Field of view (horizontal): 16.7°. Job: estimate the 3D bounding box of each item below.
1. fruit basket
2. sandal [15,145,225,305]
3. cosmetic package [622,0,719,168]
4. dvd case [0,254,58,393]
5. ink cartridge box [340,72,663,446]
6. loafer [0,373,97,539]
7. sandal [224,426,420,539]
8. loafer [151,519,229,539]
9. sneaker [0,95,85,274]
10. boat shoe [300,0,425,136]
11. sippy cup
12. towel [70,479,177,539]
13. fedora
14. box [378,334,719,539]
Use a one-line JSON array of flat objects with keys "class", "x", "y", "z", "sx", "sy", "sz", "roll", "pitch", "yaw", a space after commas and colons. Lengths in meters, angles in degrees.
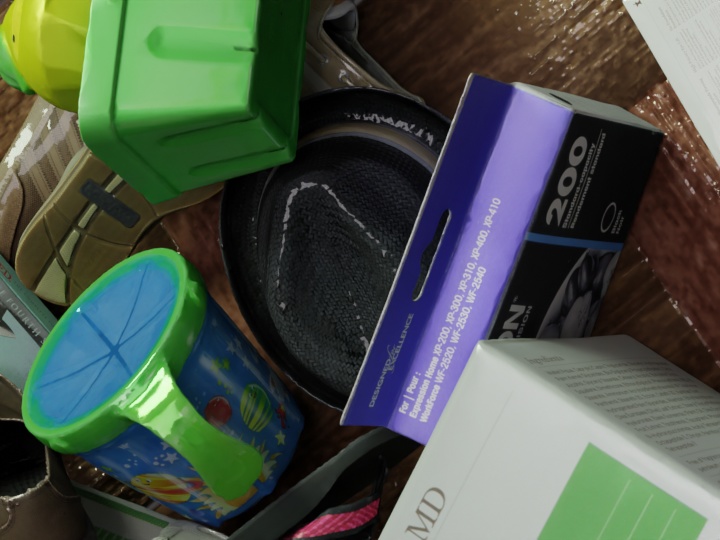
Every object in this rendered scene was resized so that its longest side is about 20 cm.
[{"class": "fruit basket", "x": -0.132, "y": -0.146, "z": 1.382, "sx": 0.214, "sy": 0.156, "sz": 0.217, "roll": -4, "pitch": 73, "yaw": 14}, {"class": "sandal", "x": -0.136, "y": -0.059, "z": 1.493, "sx": 0.080, "sy": 0.054, "sz": 0.200, "roll": 40, "pitch": 114, "yaw": -14}, {"class": "cosmetic package", "x": 0.230, "y": -0.085, "z": 1.338, "sx": 0.082, "sy": 0.051, "sz": 0.201, "roll": -33, "pitch": 75, "yaw": 20}, {"class": "dvd case", "x": -0.286, "y": 0.058, "z": 1.569, "sx": 0.200, "sy": 0.022, "sz": 0.146, "roll": -32, "pitch": 107, "yaw": 25}, {"class": "ink cartridge box", "x": 0.082, "y": 0.001, "z": 1.327, "sx": 0.043, "sy": 0.200, "sz": 0.199, "roll": 25, "pitch": 100, "yaw": 27}, {"class": "loafer", "x": -0.213, "y": 0.104, "z": 1.467, "sx": 0.200, "sy": 0.073, "sz": 0.071, "roll": 42, "pitch": 153, "yaw": 49}, {"class": "sandal", "x": -0.030, "y": 0.151, "z": 1.405, "sx": 0.045, "sy": 0.200, "sz": 0.075, "roll": 46, "pitch": 147, "yaw": 15}, {"class": "loafer", "x": -0.035, "y": 0.204, "z": 1.441, "sx": 0.199, "sy": 0.070, "sz": 0.070, "roll": 26, "pitch": 134, "yaw": 0}, {"class": "sneaker", "x": -0.178, "y": -0.059, "z": 1.536, "sx": 0.075, "sy": 0.070, "sz": 0.201, "roll": 29, "pitch": 104, "yaw": 18}, {"class": "boat shoe", "x": -0.032, "y": -0.141, "z": 1.465, "sx": 0.068, "sy": 0.075, "sz": 0.200, "roll": -39, "pitch": 83, "yaw": 19}, {"class": "sippy cup", "x": -0.108, "y": 0.079, "z": 1.450, "sx": 0.139, "sy": 0.130, "sz": 0.178, "roll": -30, "pitch": 33, "yaw": 30}, {"class": "towel", "x": -0.162, "y": 0.219, "z": 1.444, "sx": 0.152, "sy": 0.201, "sz": 0.023, "roll": 22, "pitch": 141, "yaw": -3}, {"class": "fedora", "x": 0.000, "y": 0.000, "z": 1.396, "sx": 0.199, "sy": 0.092, "sz": 0.202, "roll": 3, "pitch": 107, "yaw": 11}, {"class": "box", "x": 0.125, "y": 0.158, "z": 1.302, "sx": 0.171, "sy": 0.200, "sz": 0.200, "roll": 33, "pitch": 104, "yaw": 26}]
